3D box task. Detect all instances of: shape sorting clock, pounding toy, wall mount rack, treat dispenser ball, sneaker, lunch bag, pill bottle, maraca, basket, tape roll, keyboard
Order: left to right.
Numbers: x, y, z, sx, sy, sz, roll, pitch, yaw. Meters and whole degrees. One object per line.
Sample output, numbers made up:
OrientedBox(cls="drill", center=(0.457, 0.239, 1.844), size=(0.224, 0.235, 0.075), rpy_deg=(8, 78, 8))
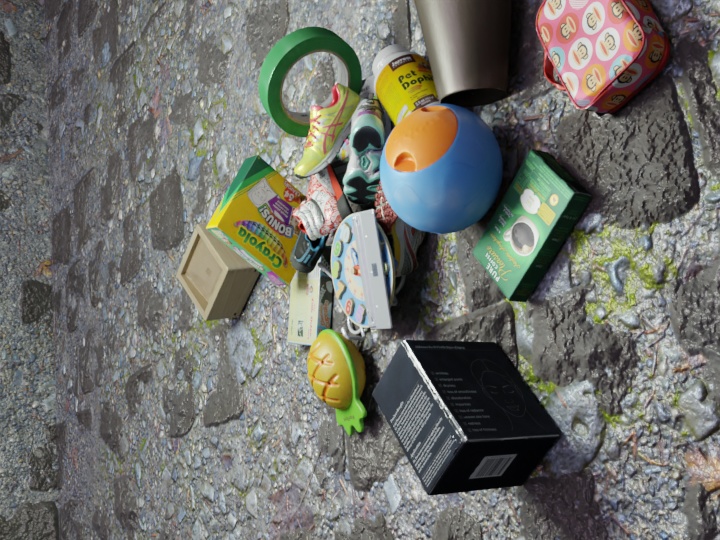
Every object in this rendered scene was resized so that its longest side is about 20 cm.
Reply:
OrientedBox(cls="pounding toy", center=(-0.322, -0.025, 2.164), size=(0.201, 0.140, 0.186), rpy_deg=(51, 126, 31))
OrientedBox(cls="tape roll", center=(-0.093, -0.352, 1.738), size=(0.048, 0.197, 0.203), rpy_deg=(48, 123, 44))
OrientedBox(cls="sneaker", center=(-0.086, -0.142, 1.761), size=(0.106, 0.068, 0.203), rpy_deg=(-26, 47, 3))
OrientedBox(cls="sneaker", center=(-0.081, -0.092, 1.824), size=(0.082, 0.072, 0.203), rpy_deg=(130, 155, -52))
OrientedBox(cls="sneaker", center=(-0.071, -0.262, 1.723), size=(0.202, 0.090, 0.078), rpy_deg=(-55, 24, -13))
OrientedBox(cls="maraca", center=(-0.038, 0.210, 1.744), size=(0.137, 0.105, 0.204), rpy_deg=(-34, 73, 62))
OrientedBox(cls="wall mount rack", center=(-0.003, 0.024, 1.739), size=(0.200, 0.073, 0.176), rpy_deg=(-49, 48, 38))
OrientedBox(cls="shape sorting clock", center=(0.000, 0.000, 1.643), size=(0.198, 0.039, 0.205), rpy_deg=(5, 96, 55))
OrientedBox(cls="sneaker", center=(0.014, -0.230, 1.690), size=(0.202, 0.076, 0.142), rpy_deg=(102, 175, -48))
OrientedBox(cls="keyboard", center=(0.021, 0.000, 1.584), size=(0.056, 0.011, 0.205), rpy_deg=(-7, 92, 44))
OrientedBox(cls="sneaker", center=(0.073, -0.090, 1.635), size=(0.077, 0.081, 0.205), rpy_deg=(24, 114, 52))
OrientedBox(cls="pill bottle", center=(0.092, -0.305, 1.617), size=(0.110, 0.107, 0.202), rpy_deg=(-56, 45, 33))
OrientedBox(cls="treat dispenser ball", center=(0.129, -0.161, 1.471), size=(0.199, 0.198, 0.206), rpy_deg=(-9, 78, 53))
OrientedBox(cls="basket", center=(0.174, -0.378, 1.495), size=(0.177, 0.135, 0.205), rpy_deg=(-8, 84, 26))
OrientedBox(cls="lunch bag", center=(0.330, -0.325, 1.311), size=(0.176, 0.081, 0.204), rpy_deg=(-45, 52, 43))

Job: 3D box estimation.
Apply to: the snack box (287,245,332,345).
OrientedBox(cls="snack box", center=(-0.102, 0.052, 1.905), size=(0.115, 0.036, 0.205), rpy_deg=(0, 86, 56))

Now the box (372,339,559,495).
OrientedBox(cls="box", center=(0.155, 0.215, 1.389), size=(0.125, 0.197, 0.198), rpy_deg=(-60, 43, 31))

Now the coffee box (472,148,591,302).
OrientedBox(cls="coffee box", center=(0.257, -0.067, 1.413), size=(0.124, 0.043, 0.203), rpy_deg=(54, 128, 43))

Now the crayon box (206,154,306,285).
OrientedBox(cls="crayon box", center=(-0.186, -0.098, 1.856), size=(0.058, 0.199, 0.175), rpy_deg=(-6, 51, 53))

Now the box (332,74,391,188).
OrientedBox(cls="box", center=(0.000, -0.261, 1.799), size=(0.154, 0.040, 0.205), rpy_deg=(-10, 77, 53))
